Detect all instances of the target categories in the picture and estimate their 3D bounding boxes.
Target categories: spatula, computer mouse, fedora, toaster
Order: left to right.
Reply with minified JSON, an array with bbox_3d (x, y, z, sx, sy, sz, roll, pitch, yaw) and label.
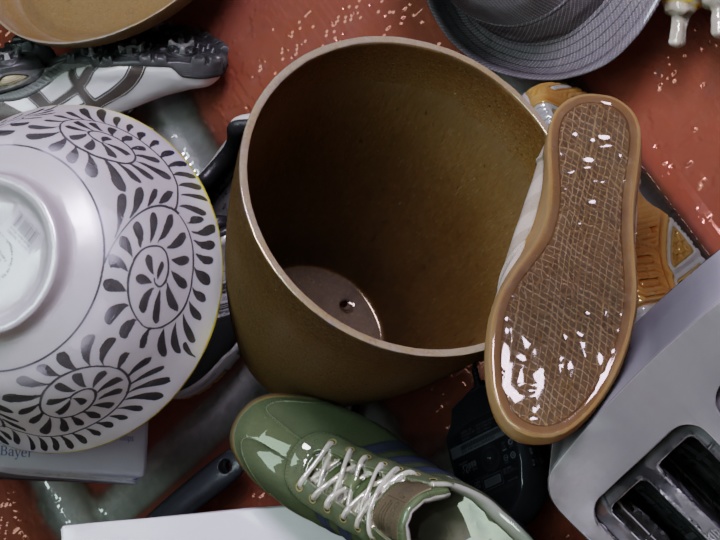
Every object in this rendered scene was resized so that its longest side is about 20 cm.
[{"bbox_3d":[-0.140,0.174,1.204,0.200,0.021,0.057,-42,63,29],"label":"spatula"},{"bbox_3d":[0.074,0.057,1.109,0.059,0.034,0.200,-28,63,41],"label":"computer mouse"},{"bbox_3d":[0.083,-0.207,1.076,0.200,0.090,0.177,46,113,45],"label":"fedora"},{"bbox_3d":[0.204,0.083,0.938,0.200,0.119,0.181,45,105,-1],"label":"toaster"}]

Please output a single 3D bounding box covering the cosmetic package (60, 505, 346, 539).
[{"bbox_3d":[-0.066,0.165,1.089,0.200,0.083,0.051,-5,77,1],"label":"cosmetic package"}]

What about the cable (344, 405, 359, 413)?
[{"bbox_3d":[-0.041,0.154,1.142,0.097,0.050,0.200,24,94,31],"label":"cable"}]

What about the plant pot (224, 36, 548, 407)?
[{"bbox_3d":[0.000,0.000,1.059,0.200,0.186,0.187,123,130,-59],"label":"plant pot"}]

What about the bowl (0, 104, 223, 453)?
[{"bbox_3d":[-0.184,-0.002,1.029,0.201,0.094,0.201,-2,83,17],"label":"bowl"}]

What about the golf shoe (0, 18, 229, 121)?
[{"bbox_3d":[-0.176,-0.113,1.260,0.200,0.078,0.095,-3,111,19],"label":"golf shoe"}]

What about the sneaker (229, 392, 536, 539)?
[{"bbox_3d":[0.019,0.122,1.007,0.200,0.090,0.067,31,81,5],"label":"sneaker"}]

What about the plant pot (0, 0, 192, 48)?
[{"bbox_3d":[-0.156,-0.221,1.245,0.200,0.027,0.200,-14,52,18],"label":"plant pot"}]

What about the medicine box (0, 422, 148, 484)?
[{"bbox_3d":[-0.209,0.031,1.184,0.182,0.103,0.200,-10,74,61],"label":"medicine box"}]

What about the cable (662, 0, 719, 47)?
[{"bbox_3d":[0.206,-0.225,1.052,0.097,0.050,0.200,-14,77,29],"label":"cable"}]

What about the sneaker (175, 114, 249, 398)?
[{"bbox_3d":[-0.095,-0.014,1.171,0.076,0.088,0.200,33,100,28],"label":"sneaker"}]

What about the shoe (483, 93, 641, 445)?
[{"bbox_3d":[0.106,0.004,0.945,0.070,0.053,0.200,14,60,6],"label":"shoe"}]

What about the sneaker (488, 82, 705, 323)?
[{"bbox_3d":[0.132,-0.006,1.069,0.088,0.076,0.200,-43,62,37],"label":"sneaker"}]
